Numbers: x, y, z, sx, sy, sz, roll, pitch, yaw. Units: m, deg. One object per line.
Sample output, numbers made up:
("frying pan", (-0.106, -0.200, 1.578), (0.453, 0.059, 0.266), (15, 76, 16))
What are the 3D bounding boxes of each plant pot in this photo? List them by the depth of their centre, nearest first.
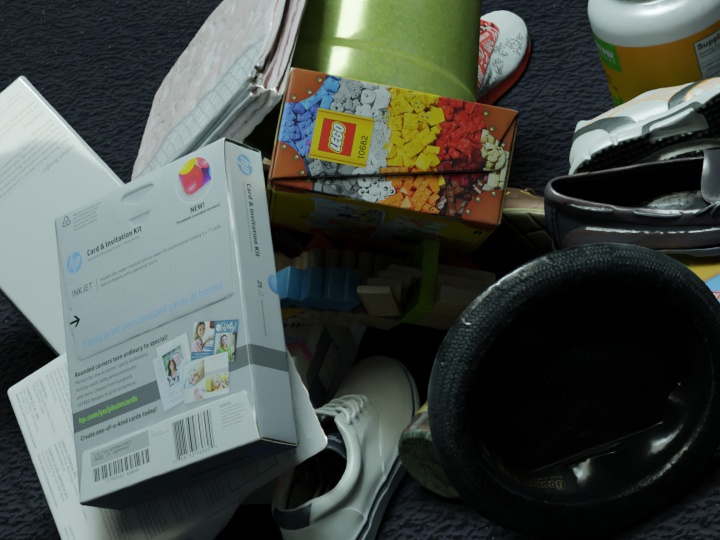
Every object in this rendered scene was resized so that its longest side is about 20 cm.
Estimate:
("plant pot", (0.014, -0.179, 1.493), (0.200, 0.200, 0.184), (2, 71, 32))

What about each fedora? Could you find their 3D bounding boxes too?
("fedora", (0.127, 0.067, 1.251), (0.201, 0.201, 0.092), (-29, 17, -10))

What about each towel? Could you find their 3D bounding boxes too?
("towel", (-0.102, -0.129, 1.411), (0.200, 0.032, 0.191), (-44, 24, 38))

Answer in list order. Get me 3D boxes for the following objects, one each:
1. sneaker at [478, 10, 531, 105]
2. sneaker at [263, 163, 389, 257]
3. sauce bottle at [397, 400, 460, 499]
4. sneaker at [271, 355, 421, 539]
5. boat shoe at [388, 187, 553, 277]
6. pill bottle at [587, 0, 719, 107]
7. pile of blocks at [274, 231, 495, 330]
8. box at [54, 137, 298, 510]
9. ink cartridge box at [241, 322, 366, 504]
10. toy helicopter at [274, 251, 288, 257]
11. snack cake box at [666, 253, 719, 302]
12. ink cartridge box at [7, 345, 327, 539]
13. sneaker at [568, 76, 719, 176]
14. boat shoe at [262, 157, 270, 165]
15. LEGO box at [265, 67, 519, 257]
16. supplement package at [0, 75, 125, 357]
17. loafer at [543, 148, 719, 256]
("sneaker", (0.080, -0.190, 1.688), (0.067, 0.108, 0.201), (4, 41, 33))
("sneaker", (-0.063, -0.041, 1.536), (0.200, 0.115, 0.076), (27, 98, 61))
("sauce bottle", (0.103, 0.065, 1.351), (0.065, 0.065, 0.200), (10, 46, 39))
("sneaker", (-0.007, 0.115, 1.337), (0.073, 0.071, 0.200), (-8, 35, 20))
("boat shoe", (0.112, -0.033, 1.480), (0.200, 0.072, 0.068), (1, 41, 36))
("pill bottle", (0.231, -0.169, 1.487), (0.111, 0.200, 0.111), (-15, 33, 10))
("pile of blocks", (0.000, 0.000, 1.369), (0.200, 0.082, 0.062), (1, 70, 8))
("box", (-0.121, 0.036, 1.285), (0.156, 0.041, 0.200), (-23, 66, 32))
("ink cartridge box", (-0.078, 0.075, 1.439), (0.117, 0.067, 0.200), (-5, 37, 25))
("toy helicopter", (-0.139, -0.012, 1.615), (0.200, 0.079, 0.132), (10, 35, 24))
("snack cake box", (0.240, -0.003, 1.367), (0.115, 0.067, 0.200), (9, 44, 37))
("ink cartridge box", (-0.122, 0.102, 1.333), (0.200, 0.050, 0.161), (-31, 64, 13))
("sneaker", (0.234, -0.107, 1.395), (0.200, 0.074, 0.080), (-18, 30, 8))
("boat shoe", (-0.041, -0.141, 1.635), (0.200, 0.066, 0.074), (-57, 30, 24))
("LEGO box", (0.015, -0.066, 1.348), (0.149, 0.077, 0.200), (11, -7, -3))
("supplement package", (-0.221, -0.021, 1.508), (0.121, 0.120, 0.200), (-41, 76, -8))
("loafer", (0.217, -0.048, 1.326), (0.200, 0.063, 0.072), (-13, 34, 15))
